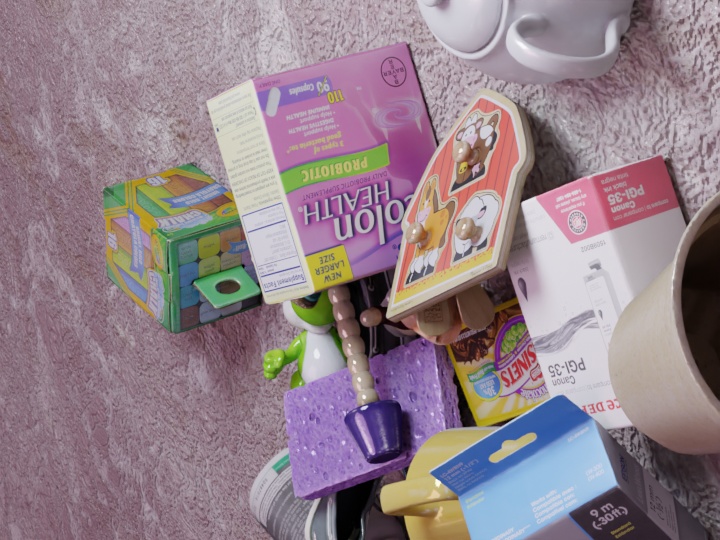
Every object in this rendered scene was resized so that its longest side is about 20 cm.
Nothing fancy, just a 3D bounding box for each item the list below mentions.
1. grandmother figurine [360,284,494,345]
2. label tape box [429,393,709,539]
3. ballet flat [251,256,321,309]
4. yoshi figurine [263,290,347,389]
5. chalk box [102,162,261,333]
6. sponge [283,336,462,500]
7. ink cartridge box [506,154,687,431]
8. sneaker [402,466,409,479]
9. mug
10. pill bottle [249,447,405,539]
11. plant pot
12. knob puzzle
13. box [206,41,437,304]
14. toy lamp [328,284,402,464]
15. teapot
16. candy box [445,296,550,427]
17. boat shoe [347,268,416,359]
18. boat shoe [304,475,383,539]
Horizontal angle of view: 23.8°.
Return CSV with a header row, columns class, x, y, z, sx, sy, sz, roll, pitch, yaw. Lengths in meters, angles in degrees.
class,x,y,z,sx,sy,sz,roll,pitch,yaw
grandmother figurine,0.058,0.039,1.588,0.200,0.121,0.061,165,106,-80
label tape box,0.171,0.208,1.387,0.143,0.200,0.066,-34,29,25
ballet flat,-0.077,-0.029,1.736,0.071,0.065,0.201,48,-153,-37
yoshi figurine,-0.039,0.077,1.774,0.112,0.112,0.201,-5,98,42
chalk box,-0.191,-0.019,1.936,0.200,0.124,0.124,34,132,44
sponge,0.009,0.145,1.667,0.199,0.030,0.112,-24,64,35
ink cartridge box,0.204,0.025,1.378,0.146,0.083,0.201,-22,86,58
sneaker,0.090,0.205,1.667,0.082,0.073,0.200,107,145,-47
mug,0.130,0.211,1.507,0.153,0.186,0.150,-20,99,50
pill bottle,-0.023,0.284,1.830,0.200,0.113,0.114,42,137,41
plant pot,0.272,0.051,1.211,0.201,0.200,0.183,68,160,8
knob puzzle,0.082,-0.071,1.464,0.220,0.030,0.220,-49,28,37
box,-0.022,-0.091,1.586,0.097,0.175,0.201,-13,94,59
toy lamp,-0.002,0.085,1.629,0.058,0.058,0.201,-45,53,55
teapot,0.111,-0.229,1.341,0.200,0.146,0.198,-15,93,58
candy box,0.148,0.077,1.546,0.200,0.026,0.103,-30,82,58
boat shoe,0.000,0.000,1.709,0.069,0.056,0.201,-22,86,58
boat shoe,0.004,0.198,1.728,0.062,0.073,0.201,12,81,65
